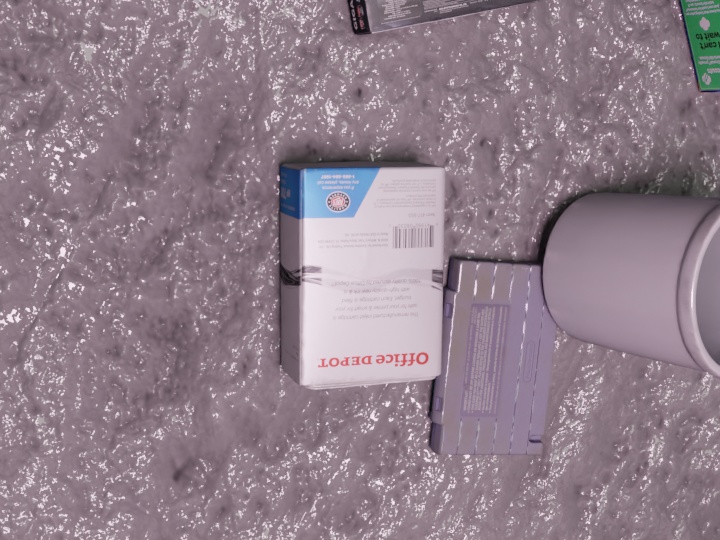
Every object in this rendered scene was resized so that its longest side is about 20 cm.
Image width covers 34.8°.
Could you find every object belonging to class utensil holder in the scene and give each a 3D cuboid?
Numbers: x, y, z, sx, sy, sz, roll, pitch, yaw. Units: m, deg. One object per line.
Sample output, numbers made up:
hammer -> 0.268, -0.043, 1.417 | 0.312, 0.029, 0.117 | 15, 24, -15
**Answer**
utensil holder -> 0.302, 0.006, 1.132 | 0.168, 0.199, 0.173 | -6, 101, -35

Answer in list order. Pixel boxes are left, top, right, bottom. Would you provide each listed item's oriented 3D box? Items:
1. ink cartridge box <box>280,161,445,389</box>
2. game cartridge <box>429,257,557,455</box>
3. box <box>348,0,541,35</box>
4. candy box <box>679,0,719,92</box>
ink cartridge box -> 0.000, 0.000, 1.093 | 0.144, 0.086, 0.203 | -2, 100, -20
game cartridge -> 0.139, 0.090, 1.189 | 0.128, 0.038, 0.203 | 4, 96, -17
box -> 0.077, -0.321, 1.095 | 0.197, 0.046, 0.161 | -15, 103, -18
candy box -> 0.425, -0.310, 1.214 | 0.167, 0.077, 0.203 | -22, 104, -17
